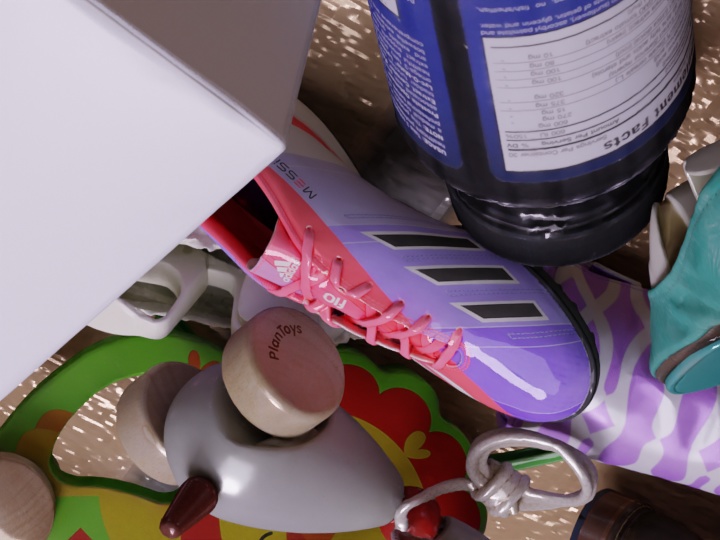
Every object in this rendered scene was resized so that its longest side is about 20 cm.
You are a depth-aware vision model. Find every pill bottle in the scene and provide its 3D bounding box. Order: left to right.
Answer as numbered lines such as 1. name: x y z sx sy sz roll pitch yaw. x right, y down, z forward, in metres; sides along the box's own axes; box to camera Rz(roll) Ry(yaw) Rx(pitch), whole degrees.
1. pill bottle: 0.058 -0.094 0.709 0.111 0.113 0.201 0 144 12

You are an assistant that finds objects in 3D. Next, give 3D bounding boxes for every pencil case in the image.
1. pencil case: 0.152 0.051 0.861 0.198 0.086 0.084 16 172 -4

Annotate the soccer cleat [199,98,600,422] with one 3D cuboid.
1. soccer cleat: 0.000 0.000 0.794 0.199 0.073 0.069 38 125 14

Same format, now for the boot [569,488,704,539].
1. boot: 0.157 0.196 0.976 0.096 0.075 0.201 16 139 34

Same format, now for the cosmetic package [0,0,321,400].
1. cosmetic package: -0.111 -0.084 0.702 0.123 0.201 0.199 35 130 -21

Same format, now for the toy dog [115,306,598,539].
1. toy dog: -0.012 0.104 0.835 0.199 0.097 0.132 26 139 -4

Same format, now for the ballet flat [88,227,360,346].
1. ballet flat: -0.065 0.007 0.872 0.198 0.072 0.072 9 134 2

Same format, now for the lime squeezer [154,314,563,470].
1. lime squeezer: -0.008 0.076 0.954 0.198 0.038 0.071 19 102 -6

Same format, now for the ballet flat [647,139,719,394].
1. ballet flat: 0.134 -0.008 0.723 0.067 0.071 0.200 -20 169 -7

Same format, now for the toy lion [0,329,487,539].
1. toy lion: -0.052 0.103 0.910 0.192 0.069 0.200 -44 97 -2
